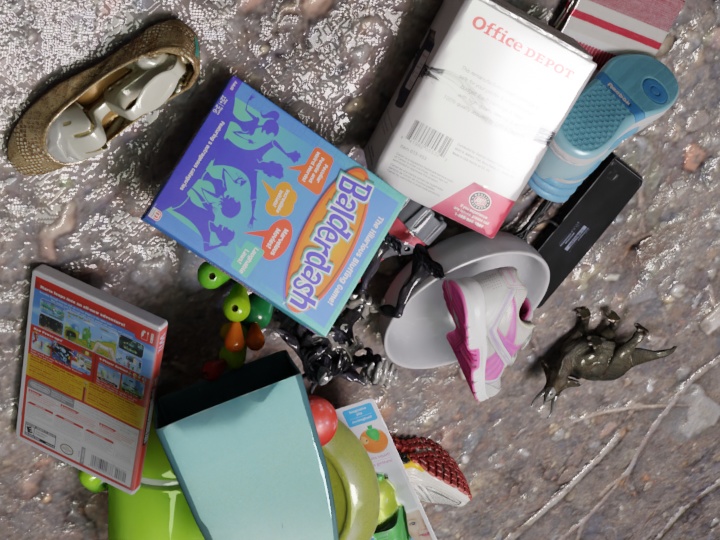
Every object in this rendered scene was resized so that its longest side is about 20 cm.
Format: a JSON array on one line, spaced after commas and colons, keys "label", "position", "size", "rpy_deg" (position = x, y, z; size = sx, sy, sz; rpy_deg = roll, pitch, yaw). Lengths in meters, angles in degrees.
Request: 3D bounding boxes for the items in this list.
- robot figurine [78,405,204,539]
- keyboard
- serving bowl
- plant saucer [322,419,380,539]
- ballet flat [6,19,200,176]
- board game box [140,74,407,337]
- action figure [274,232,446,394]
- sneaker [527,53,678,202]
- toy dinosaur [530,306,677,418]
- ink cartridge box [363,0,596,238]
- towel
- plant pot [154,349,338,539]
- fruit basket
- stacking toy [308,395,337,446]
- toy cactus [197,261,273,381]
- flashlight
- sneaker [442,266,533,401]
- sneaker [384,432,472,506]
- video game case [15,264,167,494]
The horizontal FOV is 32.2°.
[{"label": "robot figurine", "position": [-0.207, 0.231, 1.308], "size": [0.172, 0.116, 0.203], "rpy_deg": [4, 111, -4]}, {"label": "keyboard", "position": [0.227, -0.050, 1.419], "size": [0.126, 0.021, 0.201], "rpy_deg": [26, 107, -44]}, {"label": "serving bowl", "position": [0.104, 0.021, 1.356], "size": [0.197, 0.066, 0.201], "rpy_deg": [-19, 147, -12]}, {"label": "plant saucer", "position": [-0.075, 0.244, 1.364], "size": [0.202, 0.198, 0.031], "rpy_deg": [-61, 169, 21]}, {"label": "ballet flat", "position": [-0.220, -0.142, 1.080], "size": [0.199, 0.065, 0.071], "rpy_deg": [-39, 132, 2]}, {"label": "board game box", "position": [-0.077, -0.057, 1.145], "size": [0.198, 0.045, 0.154], "rpy_deg": [33, 82, -14]}, {"label": "action figure", "position": [-0.009, 0.056, 1.235], "size": [0.118, 0.102, 0.201], "rpy_deg": [32, 107, -12]}, {"label": "sneaker", "position": [0.240, -0.145, 1.306], "size": [0.199, 0.080, 0.131], "rpy_deg": [-31, 166, -33]}, {"label": "toy dinosaur", "position": [0.295, 0.103, 1.542], "size": [0.197, 0.077, 0.103], "rpy_deg": [-10, 139, -28]}, {"label": "ink cartridge box", "position": [0.112, -0.157, 1.207], "size": [0.143, 0.085, 0.202], "rpy_deg": [24, 111, -15]}, {"label": "towel", "position": [0.241, -0.214, 1.308], "size": [0.142, 0.023, 0.202], "rpy_deg": [10, 119, -36]}, {"label": "plant pot", "position": [-0.098, 0.204, 1.193], "size": [0.139, 0.141, 0.203], "rpy_deg": [-20, 99, -7]}, {"label": "fruit basket", "position": [-0.030, 0.255, 1.402], "size": [0.183, 0.094, 0.202], "rpy_deg": [-18, 115, 17]}, {"label": "stacking toy", "position": [-0.081, 0.221, 1.308], "size": [0.084, 0.085, 0.203], "rpy_deg": [14, 105, -35]}, {"label": "toy cactus", "position": [-0.106, -0.002, 1.231], "size": [0.164, 0.101, 0.204], "rpy_deg": [-13, 105, -49]}, {"label": "flashlight", "position": [0.000, 0.000, 1.300], "size": [0.200, 0.068, 0.068], "rpy_deg": [-47, 140, 8]}, {"label": "sneaker", "position": [0.142, 0.067, 1.311], "size": [0.087, 0.082, 0.201], "rpy_deg": [-21, 149, -6]}, {"label": "sneaker", "position": [0.049, 0.247, 1.506], "size": [0.198, 0.078, 0.083], "rpy_deg": [22, 115, -27]}, {"label": "video game case", "position": [-0.262, 0.108, 1.204], "size": [0.017, 0.141, 0.203], "rpy_deg": [-46, 155, -57]}]
